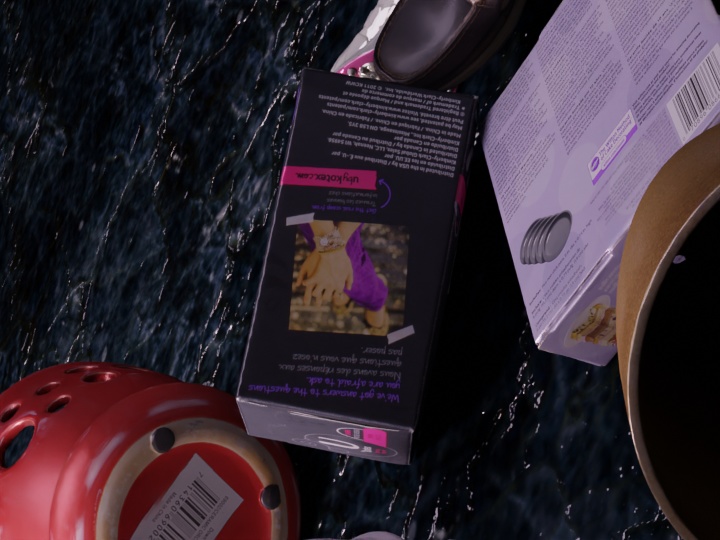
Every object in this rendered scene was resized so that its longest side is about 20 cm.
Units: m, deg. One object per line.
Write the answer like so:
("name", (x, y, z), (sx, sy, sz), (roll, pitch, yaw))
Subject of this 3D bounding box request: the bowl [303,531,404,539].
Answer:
("bowl", (-0.045, 0.228, 1.104), (0.201, 0.090, 0.202), (-46, 33, 44))

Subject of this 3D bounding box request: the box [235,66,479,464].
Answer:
("box", (0.000, 0.000, 1.195), (0.122, 0.106, 0.201), (86, -165, -76))

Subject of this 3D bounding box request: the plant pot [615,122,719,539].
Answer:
("plant pot", (0.175, 0.007, 0.806), (0.200, 0.186, 0.187), (-109, 42, -73))

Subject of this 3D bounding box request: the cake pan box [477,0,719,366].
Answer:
("cake pan box", (0.142, -0.082, 1.065), (0.200, 0.052, 0.184), (-56, 31, 32))

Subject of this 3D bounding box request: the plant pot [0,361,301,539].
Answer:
("plant pot", (-0.147, 0.163, 1.346), (0.182, 0.200, 0.201), (2, 75, 56))

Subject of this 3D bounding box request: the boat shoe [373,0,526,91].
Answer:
("boat shoe", (0.068, -0.192, 1.193), (0.074, 0.073, 0.200), (35, 89, 33))

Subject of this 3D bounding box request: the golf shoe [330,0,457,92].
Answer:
("golf shoe", (0.038, -0.157, 1.324), (0.200, 0.075, 0.092), (-46, 26, 30))
